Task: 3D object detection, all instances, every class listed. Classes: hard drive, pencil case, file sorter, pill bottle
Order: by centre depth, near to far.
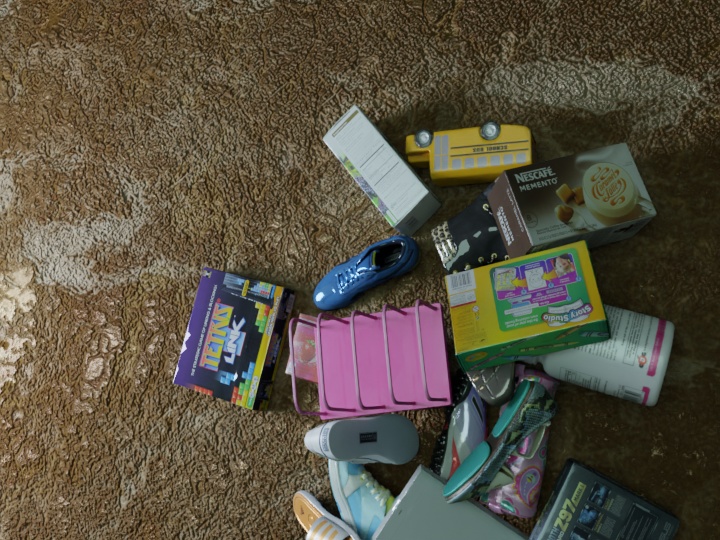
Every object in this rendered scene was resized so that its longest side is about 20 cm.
[{"bbox_3d":[0.313,0.100,1.090,0.195,0.113,0.116,15,85,19],"label":"pill bottle"},{"bbox_3d":[0.011,0.121,1.098,0.195,0.125,0.143,-10,77,18],"label":"file sorter"},{"bbox_3d":[0.130,0.379,1.113,0.198,0.026,0.133,34,99,-1],"label":"hard drive"},{"bbox_3d":[0.222,0.236,1.122,0.085,0.087,0.206,10,85,23],"label":"pencil case"}]

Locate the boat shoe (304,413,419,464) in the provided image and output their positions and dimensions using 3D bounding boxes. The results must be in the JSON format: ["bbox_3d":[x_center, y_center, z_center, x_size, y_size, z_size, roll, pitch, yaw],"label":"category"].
[{"bbox_3d":[0.005,0.241,1.161,0.064,0.197,0.076,-10,69,43],"label":"boat shoe"}]

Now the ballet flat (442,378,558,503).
[{"bbox_3d":[0.190,0.241,1.058,0.074,0.074,0.202,40,99,23],"label":"ballet flat"}]

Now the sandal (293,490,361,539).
[{"bbox_3d":[-0.061,0.396,1.174,0.205,0.058,0.081,21,117,53],"label":"sandal"}]

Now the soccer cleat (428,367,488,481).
[{"bbox_3d":[0.158,0.222,1.170,0.072,0.068,0.205,20,76,-8],"label":"soccer cleat"}]

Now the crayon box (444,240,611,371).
[{"bbox_3d":[0.215,0.048,1.050,0.195,0.059,0.121,-14,56,14],"label":"crayon box"}]

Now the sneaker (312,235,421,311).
[{"bbox_3d":[0.000,0.000,1.262,0.197,0.078,0.067,-27,73,16],"label":"sneaker"}]

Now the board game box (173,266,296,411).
[{"bbox_3d":[-0.209,0.112,1.335,0.161,0.057,0.205,12,84,22],"label":"board game box"}]

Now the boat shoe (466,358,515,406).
[{"bbox_3d":[0.183,0.107,1.125,0.073,0.073,0.203,-28,42,20],"label":"boat shoe"}]

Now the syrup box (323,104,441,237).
[{"bbox_3d":[0.034,-0.158,1.277,0.081,0.079,0.201,-42,68,9],"label":"syrup box"}]

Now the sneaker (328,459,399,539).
[{"bbox_3d":[0.032,0.333,1.185,0.128,0.079,0.205,-18,83,19],"label":"sneaker"}]

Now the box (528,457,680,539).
[{"bbox_3d":[0.304,0.377,1.061,0.155,0.051,0.204,26,89,7],"label":"box"}]

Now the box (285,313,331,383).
[{"bbox_3d":[-0.002,0.138,1.222,0.195,0.099,0.098,13,84,23],"label":"box"}]

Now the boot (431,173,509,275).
[{"bbox_3d":[0.204,-0.021,1.187,0.149,0.073,0.203,-31,80,19],"label":"boot"}]

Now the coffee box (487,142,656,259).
[{"bbox_3d":[0.290,-0.091,1.112,0.195,0.080,0.117,-13,71,-15],"label":"coffee box"}]

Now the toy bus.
[{"bbox_3d":[0.169,-0.177,1.235,0.195,0.065,0.081,-3,80,21],"label":"toy bus"}]
